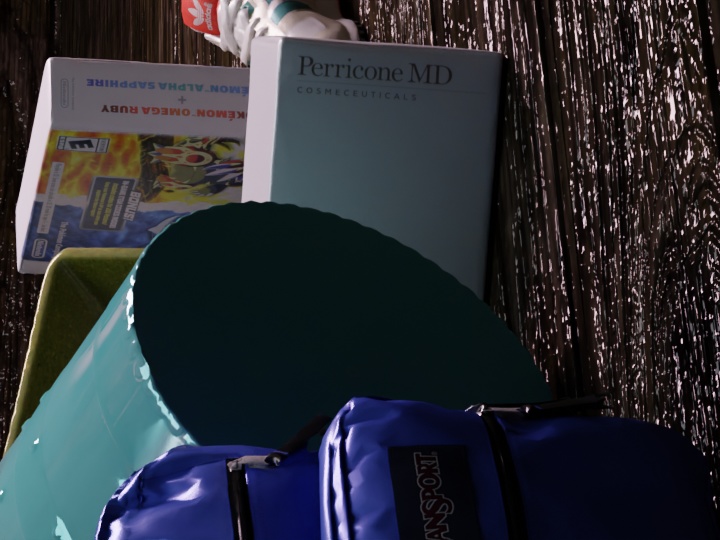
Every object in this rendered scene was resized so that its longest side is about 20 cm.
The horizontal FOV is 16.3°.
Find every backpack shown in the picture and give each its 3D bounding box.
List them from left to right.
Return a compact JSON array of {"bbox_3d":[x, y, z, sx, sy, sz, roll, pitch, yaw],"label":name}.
[{"bbox_3d":[0.010,0.121,0.758,0.163,0.200,0.168,-100,17,-52],"label":"backpack"}]

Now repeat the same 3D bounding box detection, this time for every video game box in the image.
[{"bbox_3d":[-0.084,-0.048,1.325,0.200,0.182,0.047,118,149,-66],"label":"video game box"}]

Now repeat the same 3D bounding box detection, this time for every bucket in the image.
[{"bbox_3d":[-0.029,0.081,0.947,0.135,0.207,0.207,-58,26,35],"label":"bucket"}]

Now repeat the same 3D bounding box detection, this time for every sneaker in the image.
[{"bbox_3d":[-0.054,-0.131,1.422,0.200,0.093,0.070,-103,19,-55],"label":"sneaker"}]

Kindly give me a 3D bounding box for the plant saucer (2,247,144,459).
[{"bbox_3d":[-0.070,0.087,1.207,0.048,0.200,0.200,58,-143,-58],"label":"plant saucer"}]

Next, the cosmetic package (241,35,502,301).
[{"bbox_3d":[0.000,0.000,1.099,0.071,0.101,0.200,-155,68,-77],"label":"cosmetic package"}]
